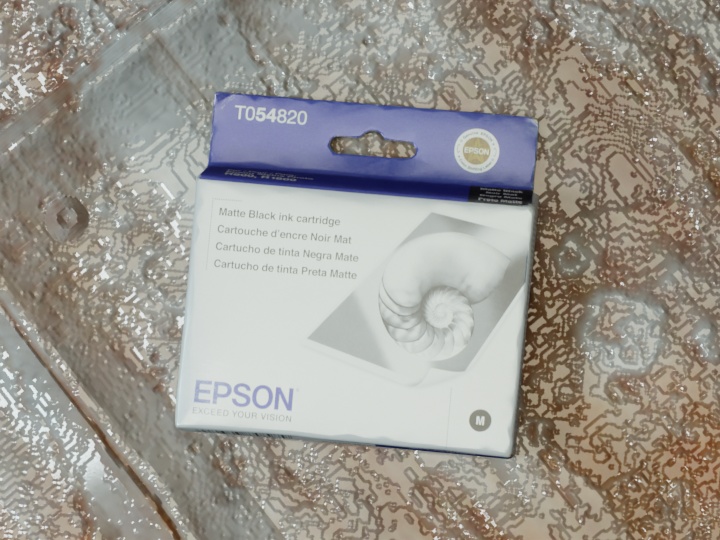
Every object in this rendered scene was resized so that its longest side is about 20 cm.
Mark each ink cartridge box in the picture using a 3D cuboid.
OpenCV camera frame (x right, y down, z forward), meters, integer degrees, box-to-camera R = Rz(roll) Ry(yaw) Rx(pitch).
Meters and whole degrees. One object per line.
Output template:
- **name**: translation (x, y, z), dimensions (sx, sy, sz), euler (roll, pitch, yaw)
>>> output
- **ink cartridge box**: translation (0.000, 0.000, 1.493), dimensions (0.198, 0.041, 0.201), euler (4, 84, 3)
